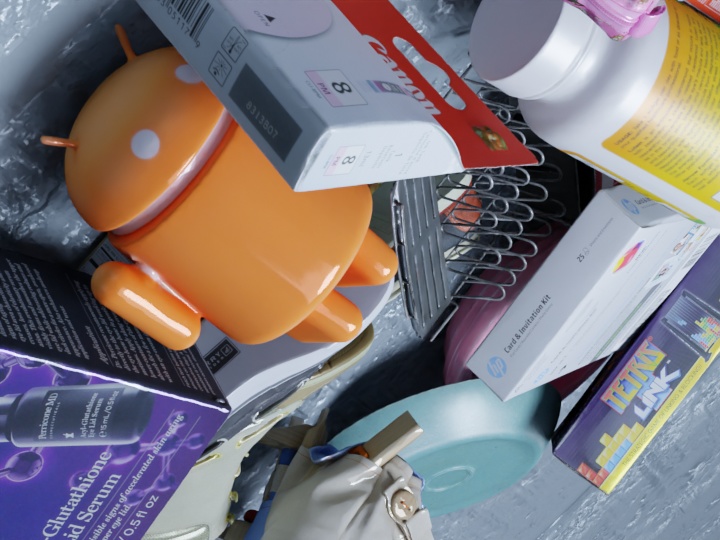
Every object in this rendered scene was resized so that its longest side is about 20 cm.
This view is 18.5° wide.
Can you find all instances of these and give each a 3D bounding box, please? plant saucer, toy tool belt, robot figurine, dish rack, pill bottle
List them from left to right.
[{"bbox_3d":[-0.075,-0.038,1.180,0.200,0.117,0.144,40,110,-22],"label":"robot figurine"},{"bbox_3d":[-0.024,0.155,1.534,0.125,0.200,0.123,30,73,-22],"label":"toy tool belt"},{"bbox_3d":[0.060,0.142,1.647,0.200,0.036,0.200,-15,154,-8],"label":"plant saucer"},{"bbox_3d":[0.080,-0.056,1.373,0.200,0.055,0.153,-50,140,-44],"label":"dish rack"},{"bbox_3d":[0.135,0.034,1.665,0.200,0.051,0.201,-31,149,-21],"label":"plant saucer"},{"bbox_3d":[0.164,-0.110,1.314,0.200,0.111,0.111,25,110,-33],"label":"pill bottle"}]

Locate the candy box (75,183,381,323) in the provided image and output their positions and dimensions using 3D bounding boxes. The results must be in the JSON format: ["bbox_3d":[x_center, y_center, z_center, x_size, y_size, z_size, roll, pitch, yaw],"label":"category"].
[{"bbox_3d":[-0.070,-0.032,1.308,0.200,0.056,0.117,-47,152,8],"label":"candy box"}]

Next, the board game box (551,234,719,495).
[{"bbox_3d":[0.221,0.068,1.650,0.200,0.057,0.165,-53,175,2],"label":"board game box"}]

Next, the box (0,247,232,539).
[{"bbox_3d":[-0.197,0.076,1.180,0.200,0.104,0.148,17,117,-39],"label":"box"}]

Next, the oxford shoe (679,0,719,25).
[{"bbox_3d":[0.224,-0.140,1.428,0.074,0.071,0.200,-26,-171,-26],"label":"oxford shoe"}]

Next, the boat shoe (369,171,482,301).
[{"bbox_3d":[0.000,0.000,1.416,0.200,0.071,0.063,-36,132,-25],"label":"boat shoe"}]

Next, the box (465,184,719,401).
[{"bbox_3d":[0.169,0.004,1.485,0.156,0.041,0.200,-54,163,26],"label":"box"}]

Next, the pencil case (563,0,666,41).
[{"bbox_3d":[0.074,-0.192,1.147,0.200,0.083,0.087,22,95,-15],"label":"pencil case"}]

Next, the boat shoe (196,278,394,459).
[{"bbox_3d":[-0.063,0.056,1.309,0.200,0.070,0.066,-40,160,-6],"label":"boat shoe"}]

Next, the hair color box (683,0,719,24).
[{"bbox_3d":[0.165,-0.216,1.307,0.064,0.111,0.200,-52,150,12],"label":"hair color box"}]

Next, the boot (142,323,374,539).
[{"bbox_3d":[-0.085,0.104,1.453,0.200,0.072,0.155,-26,148,-24],"label":"boot"}]

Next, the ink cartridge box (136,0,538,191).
[{"bbox_3d":[-0.005,-0.118,1.167,0.200,0.163,0.057,-12,143,-45],"label":"ink cartridge box"}]

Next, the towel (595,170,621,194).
[{"bbox_3d":[0.234,-0.090,1.602,0.200,0.023,0.144,-25,126,-36],"label":"towel"}]
